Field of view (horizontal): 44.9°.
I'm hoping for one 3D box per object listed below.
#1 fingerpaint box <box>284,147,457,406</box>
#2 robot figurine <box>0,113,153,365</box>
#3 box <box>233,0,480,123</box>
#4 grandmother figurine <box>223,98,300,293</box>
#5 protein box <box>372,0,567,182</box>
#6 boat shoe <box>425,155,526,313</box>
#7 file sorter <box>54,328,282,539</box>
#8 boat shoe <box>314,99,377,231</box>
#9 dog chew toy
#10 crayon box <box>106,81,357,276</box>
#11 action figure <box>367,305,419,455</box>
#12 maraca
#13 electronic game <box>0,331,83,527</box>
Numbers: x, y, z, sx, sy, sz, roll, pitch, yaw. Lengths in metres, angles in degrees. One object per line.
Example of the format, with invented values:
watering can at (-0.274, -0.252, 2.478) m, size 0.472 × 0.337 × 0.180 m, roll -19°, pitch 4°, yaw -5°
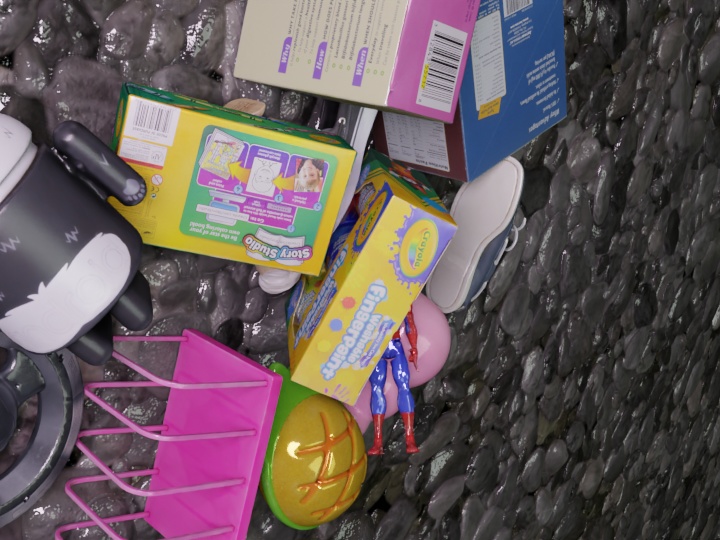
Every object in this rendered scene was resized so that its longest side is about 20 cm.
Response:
fingerpaint box at (0.000, 0.000, 0.854) m, size 0.073 × 0.167 × 0.201 m, roll 25°, pitch 108°, yaw -16°
robot figurine at (-0.241, -0.021, 0.634) m, size 0.200 × 0.124 × 0.151 m, roll 47°, pitch 56°, yaw -29°
box at (-0.001, -0.238, 0.773) m, size 0.096 × 0.199 × 0.177 m, roll 2°, pitch 103°, yaw -49°
grandmother figurine at (-0.097, -0.064, 0.849) m, size 0.121 × 0.060 × 0.201 m, roll -43°, pitch 136°, yaw -37°
protein box at (0.116, -0.235, 0.955) m, size 0.198 × 0.134 × 0.201 m, roll -35°, pitch 129°, yaw -35°
boat shoe at (0.142, -0.040, 1.010) m, size 0.062 × 0.075 × 0.201 m, roll -9°, pitch 123°, yaw -52°
file sorter at (-0.180, 0.169, 0.785) m, size 0.125 × 0.138 × 0.202 m, roll 5°, pitch 101°, yaw -48°
boat shoe at (-0.032, -0.128, 0.880) m, size 0.066 × 0.070 × 0.201 m, roll 22°, pitch 81°, yaw -21°
dog chew toy at (0.013, 0.113, 1.000) m, size 0.200 × 0.124 × 0.125 m, roll -49°, pitch 136°, yaw -12°
crayon box at (-0.115, -0.075, 0.745) m, size 0.199 × 0.058 × 0.120 m, roll 11°, pitch 108°, yaw -22°
action figure at (0.030, 0.091, 0.923) m, size 0.052 × 0.065 × 0.202 m, roll 50°, pitch 36°, yaw -74°
maraca at (-0.058, 0.178, 0.882) m, size 0.138 × 0.106 × 0.201 m, roll -59°, pitch 138°, yaw -35°
electronic game at (-0.312, 0.117, 0.689) m, size 0.199 × 0.041 × 0.202 m, roll -10°, pitch 104°, yaw -45°
